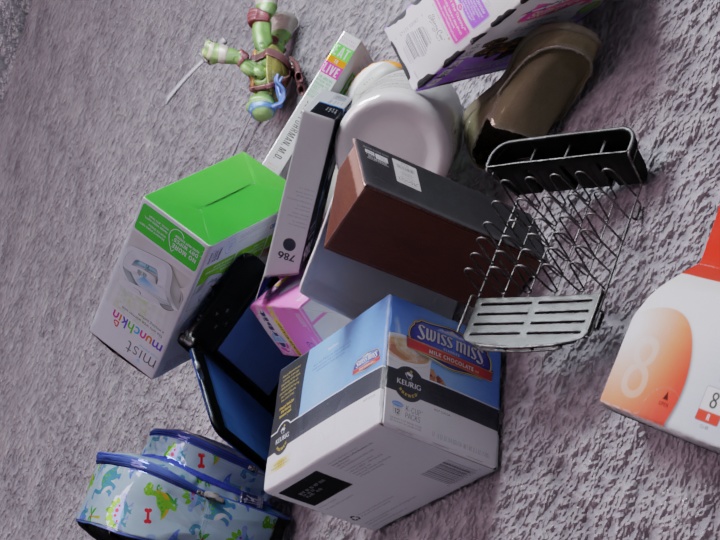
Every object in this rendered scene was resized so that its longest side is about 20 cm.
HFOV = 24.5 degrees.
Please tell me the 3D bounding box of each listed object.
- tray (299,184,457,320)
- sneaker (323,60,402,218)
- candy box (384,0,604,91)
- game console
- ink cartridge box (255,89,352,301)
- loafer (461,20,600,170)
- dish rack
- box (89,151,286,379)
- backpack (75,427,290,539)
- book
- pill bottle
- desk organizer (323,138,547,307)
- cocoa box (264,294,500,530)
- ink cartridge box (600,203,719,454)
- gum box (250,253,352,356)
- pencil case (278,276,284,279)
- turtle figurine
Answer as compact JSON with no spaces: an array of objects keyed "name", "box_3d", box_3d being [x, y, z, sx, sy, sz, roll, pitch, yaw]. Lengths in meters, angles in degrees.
[{"name":"tray","box_3d":[0.022,0.002,1.551,0.022,0.199,0.109,14,81,46]},{"name":"sneaker","box_3d":[0.011,-0.133,1.844,0.202,0.075,0.092,-65,32,22]},{"name":"candy box","box_3d":[0.147,-0.257,1.548,0.200,0.167,0.072,-36,77,47]},{"name":"game console","box_3d":[-0.088,0.112,1.707,0.118,0.200,0.171,28,77,38]},{"name":"ink cartridge box","box_3d":[-0.055,-0.070,1.631,0.100,0.039,0.202,-64,-10,-69]},{"name":"loafer","box_3d":[0.161,-0.158,1.562,0.200,0.075,0.069,131,149,-51]},{"name":"dish rack","box_3d":[0.156,-0.023,1.407,0.152,0.055,0.202,-5,52,42]},{"name":"box","box_3d":[-0.167,-0.006,1.741,0.200,0.096,0.178,-33,-26,-57]},{"name":"backpack","box_3d":[-0.192,0.249,1.764,0.182,0.198,0.149,-10,61,61]},{"name":"book","box_3d":[-0.053,-0.162,1.884,0.201,0.048,0.134,-59,-13,-5]},{"name":"pill bottle","box_3d":[0.046,-0.139,1.652,0.115,0.114,0.200,-57,0,20]},{"name":"desk organizer","box_3d":[0.063,-0.036,1.500,0.077,0.198,0.072,-54,29,29]},{"name":"cocoa box","box_3d":[0.020,0.134,1.520,0.200,0.132,0.133,-36,40,48]},{"name":"ink cartridge box","box_3d":[0.269,0.029,1.221,0.162,0.050,0.202,18,89,64]},{"name":"gum box","box_3d":[0.000,0.000,1.654,0.200,0.066,0.113,-41,18,-22]},{"name":"pencil case","box_3d":[-0.093,0.024,1.881,0.200,0.094,0.091,-35,1,45]},{"name":"turtle figurine","box_3d":[-0.160,-0.275,2.197,0.199,0.143,0.196,-28,41,48]}]
